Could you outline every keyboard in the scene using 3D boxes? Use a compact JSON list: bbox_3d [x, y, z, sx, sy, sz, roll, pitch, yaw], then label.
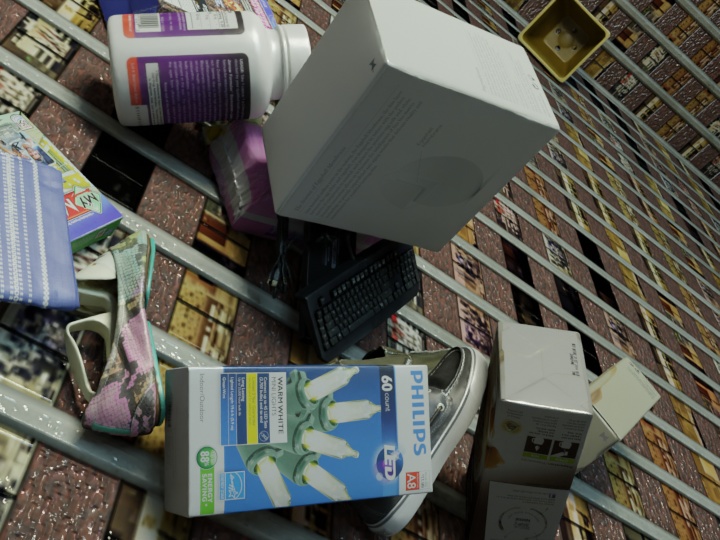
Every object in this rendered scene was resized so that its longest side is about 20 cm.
[{"bbox_3d":[-0.050,-0.024,0.852,0.127,0.021,0.201,22,63,-47],"label":"keyboard"},{"bbox_3d":[0.000,0.000,0.863,0.200,0.021,0.127,-34,109,-51],"label":"keyboard"}]

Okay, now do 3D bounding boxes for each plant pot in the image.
[{"bbox_3d":[0.620,-0.708,2.506,0.196,0.194,0.200,46,20,2],"label":"plant pot"}]

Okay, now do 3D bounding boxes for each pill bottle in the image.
[{"bbox_3d":[-0.155,-0.212,0.861,0.199,0.112,0.112,-5,48,-12],"label":"pill bottle"}]

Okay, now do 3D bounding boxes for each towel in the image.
[{"bbox_3d":[-0.301,-0.040,0.586,0.200,0.024,0.145,13,44,-41],"label":"towel"}]

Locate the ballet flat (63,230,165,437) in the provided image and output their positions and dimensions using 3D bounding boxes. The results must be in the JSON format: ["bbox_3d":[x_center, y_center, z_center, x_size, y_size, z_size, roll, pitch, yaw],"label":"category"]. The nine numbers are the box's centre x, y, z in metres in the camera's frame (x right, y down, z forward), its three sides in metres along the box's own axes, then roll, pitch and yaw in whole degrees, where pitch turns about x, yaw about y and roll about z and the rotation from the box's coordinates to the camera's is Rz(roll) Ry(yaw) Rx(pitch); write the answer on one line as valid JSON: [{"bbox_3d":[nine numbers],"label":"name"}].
[{"bbox_3d":[-0.193,0.039,0.641,0.071,0.069,0.200,6,45,-23],"label":"ballet flat"}]

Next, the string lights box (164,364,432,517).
[{"bbox_3d":[-0.044,0.124,0.629,0.199,0.059,0.103,3,80,-30],"label":"string lights box"}]

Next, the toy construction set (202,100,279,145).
[{"bbox_3d":[-0.091,-0.185,0.993,0.200,0.132,0.092,17,-5,-41],"label":"toy construction set"}]

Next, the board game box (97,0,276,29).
[{"bbox_3d":[-0.202,-0.301,1.017,0.200,0.097,0.160,12,43,-44],"label":"board game box"}]

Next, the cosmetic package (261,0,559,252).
[{"bbox_3d":[0.040,-0.138,0.796,0.199,0.199,0.123,11,49,-33],"label":"cosmetic package"}]

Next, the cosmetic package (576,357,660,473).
[{"bbox_3d":[0.294,0.183,1.035,0.071,0.105,0.200,52,28,16],"label":"cosmetic package"}]

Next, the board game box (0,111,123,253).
[{"bbox_3d":[-0.298,-0.053,0.650,0.135,0.029,0.200,45,29,1],"label":"board game box"}]

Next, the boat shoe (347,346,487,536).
[{"bbox_3d":[0.047,0.138,0.747,0.066,0.070,0.200,44,63,-17],"label":"boat shoe"}]

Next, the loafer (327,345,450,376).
[{"bbox_3d":[0.037,0.102,0.835,0.200,0.075,0.070,-5,53,-53],"label":"loafer"}]

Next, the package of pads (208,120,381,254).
[{"bbox_3d":[-0.069,-0.089,0.940,0.200,0.076,0.121,13,47,-43],"label":"package of pads"}]

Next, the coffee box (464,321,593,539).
[{"bbox_3d":[0.150,0.164,0.768,0.079,0.201,0.114,8,33,4],"label":"coffee box"}]
